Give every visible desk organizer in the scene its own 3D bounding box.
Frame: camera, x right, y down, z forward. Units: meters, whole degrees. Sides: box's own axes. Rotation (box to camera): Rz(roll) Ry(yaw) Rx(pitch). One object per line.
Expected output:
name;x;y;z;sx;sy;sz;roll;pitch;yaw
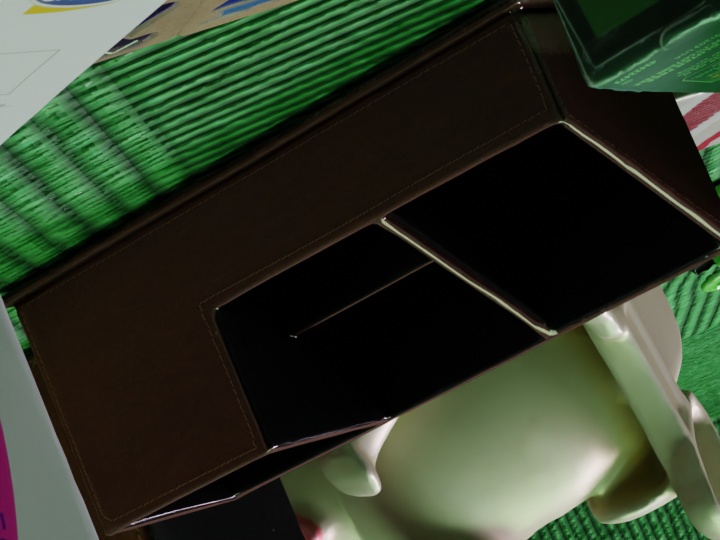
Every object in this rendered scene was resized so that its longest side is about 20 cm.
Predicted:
desk organizer;0.000;0.000;0.830;0.200;0.077;0.072;-29;170;33

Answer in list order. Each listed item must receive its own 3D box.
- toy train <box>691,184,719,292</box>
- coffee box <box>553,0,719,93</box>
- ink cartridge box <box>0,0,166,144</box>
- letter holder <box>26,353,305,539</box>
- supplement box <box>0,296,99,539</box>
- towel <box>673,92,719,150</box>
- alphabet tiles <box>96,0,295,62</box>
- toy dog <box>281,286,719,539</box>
toy train;0.220;-0.035;1.337;0.199;0.042;0.056;-16;159;-38
coffee box;0.134;-0.089;0.745;0.123;0.044;0.200;-30;169;26
ink cartridge box;-0.088;-0.044;0.436;0.119;0.042;0.200;-10;167;-39
letter holder;-0.091;0.138;1.020;0.142;0.201;0.100;-26;171;25
supplement box;-0.118;0.087;0.632;0.103;0.201;0.101;-28;170;34
towel;0.087;-0.049;0.952;0.199;0.023;0.144;-19;173;-18
alphabet tiles;-0.016;-0.076;0.563;0.199;0.008;0.167;-19;171;-22
toy dog;0.024;0.056;1.149;0.199;0.140;0.194;-26;-152;12
